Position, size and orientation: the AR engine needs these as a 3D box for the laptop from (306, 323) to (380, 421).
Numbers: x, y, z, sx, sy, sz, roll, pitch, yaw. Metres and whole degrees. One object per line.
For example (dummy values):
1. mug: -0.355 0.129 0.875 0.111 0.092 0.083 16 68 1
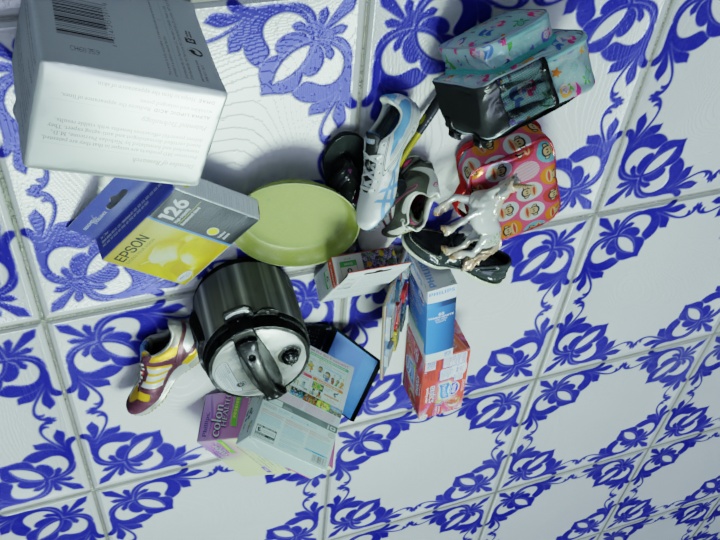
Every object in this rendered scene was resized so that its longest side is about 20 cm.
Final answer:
1. laptop: -0.090 0.193 1.541 0.198 0.104 0.178 0 133 -27

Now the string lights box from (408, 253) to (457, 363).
1. string lights box: 0.127 0.062 1.512 0.058 0.103 0.201 -14 139 -10

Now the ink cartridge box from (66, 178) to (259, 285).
1. ink cartridge box: -0.278 -0.064 1.189 0.199 0.047 0.197 17 140 -42

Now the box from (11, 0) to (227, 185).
1. box: -0.276 -0.215 0.942 0.198 0.200 0.131 4 133 -30

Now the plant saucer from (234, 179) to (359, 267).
1. plant saucer: -0.100 -0.076 1.275 0.197 0.031 0.201 -3 145 -2

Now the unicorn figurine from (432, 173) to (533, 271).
1. unicorn figurine: 0.188 -0.083 1.316 0.136 0.074 0.200 -22 153 -3

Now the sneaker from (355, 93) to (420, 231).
1. sneaker: 0.026 -0.158 1.217 0.072 0.072 0.202 13 97 -36

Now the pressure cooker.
1. pressure cooker: -0.170 0.100 1.324 0.174 0.201 0.179 15 125 -34

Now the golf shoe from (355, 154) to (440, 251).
1. golf shoe: 0.056 -0.086 1.334 0.076 0.089 0.201 6 132 -34

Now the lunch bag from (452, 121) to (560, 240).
1. lunch bag: 0.232 -0.135 1.373 0.174 0.082 0.201 -23 140 -2

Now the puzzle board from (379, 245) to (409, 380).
1. puzzle board: 0.061 0.075 1.470 0.017 0.152 0.201 11 137 10

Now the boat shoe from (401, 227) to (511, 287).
1. boat shoe: 0.167 -0.034 1.416 0.198 0.075 0.066 26 141 -11

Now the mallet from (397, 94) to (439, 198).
1. mallet: 0.077 -0.207 1.262 0.041 0.066 0.201 13 112 -43

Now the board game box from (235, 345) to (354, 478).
1. board game box: -0.107 0.228 1.431 0.146 0.202 0.064 29 145 -16

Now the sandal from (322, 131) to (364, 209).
1. sandal: -0.021 -0.122 1.285 0.074 0.048 0.202 -9 137 -18

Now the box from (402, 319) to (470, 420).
1. box: 0.148 0.193 1.666 0.098 0.096 0.201 -13 138 -13

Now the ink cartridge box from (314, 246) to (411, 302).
1. ink cartridge box: 0.000 0.000 1.353 0.108 0.051 0.200 -10 168 -17

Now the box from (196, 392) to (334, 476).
1. box: -0.170 0.301 1.565 0.198 0.098 0.176 -10 144 21

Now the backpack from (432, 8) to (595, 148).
1. backpack: 0.211 -0.272 1.146 0.198 0.177 0.152 -21 111 -15

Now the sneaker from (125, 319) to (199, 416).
1. sneaker: -0.346 0.158 1.407 0.090 0.075 0.200 33 107 -36
